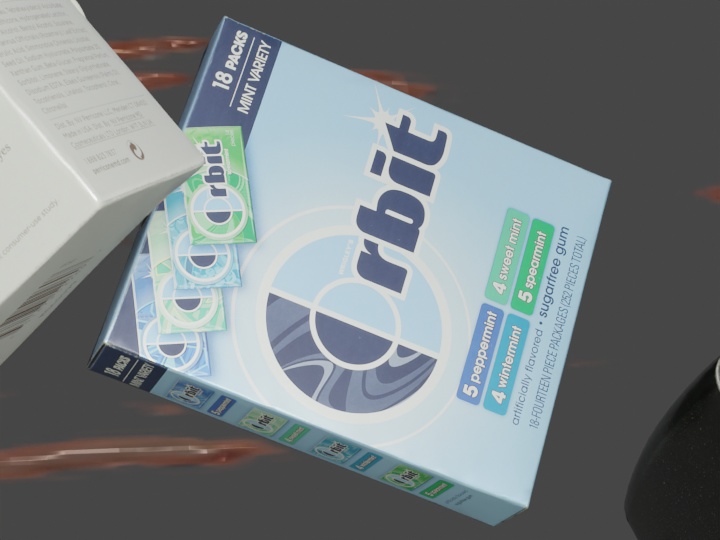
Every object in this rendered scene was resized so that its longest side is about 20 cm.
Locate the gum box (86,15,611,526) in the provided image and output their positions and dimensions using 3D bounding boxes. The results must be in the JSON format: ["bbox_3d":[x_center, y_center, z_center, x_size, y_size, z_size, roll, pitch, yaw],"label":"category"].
[{"bbox_3d":[0.000,0.000,0.837,0.200,0.045,0.170,22,66,-10],"label":"gum box"}]

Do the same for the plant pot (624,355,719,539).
[{"bbox_3d":[0.232,0.113,0.804,0.200,0.177,0.200,-24,81,-24],"label":"plant pot"}]

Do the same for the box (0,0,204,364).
[{"bbox_3d":[-0.190,-0.062,0.718,0.200,0.152,0.106,50,20,3],"label":"box"}]

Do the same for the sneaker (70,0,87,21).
[{"bbox_3d":[-0.158,-0.121,0.802,0.074,0.089,0.200,-28,81,-24],"label":"sneaker"}]
